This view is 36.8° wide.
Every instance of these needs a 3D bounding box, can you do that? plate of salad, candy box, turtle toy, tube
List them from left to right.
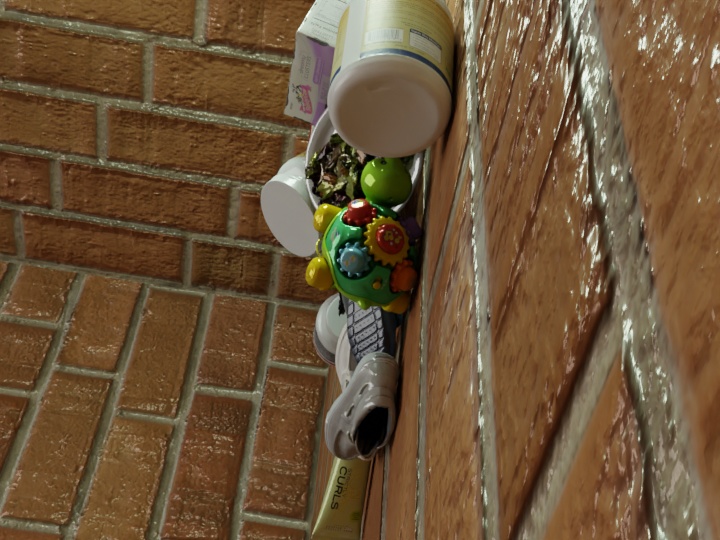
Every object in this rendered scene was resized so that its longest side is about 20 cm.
[{"bbox_3d":[-0.036,-0.337,1.582,0.168,0.071,0.201,107,-174,-56],"label":"candy box"},{"bbox_3d":[-0.014,0.299,1.579,0.052,0.057,0.203,3,-80,-68],"label":"tube"},{"bbox_3d":[-0.003,-0.152,1.455,0.048,0.198,0.203,9,-91,-54],"label":"plate of salad"},{"bbox_3d":[0.019,-0.046,1.356,0.101,0.144,0.202,-34,44,56],"label":"turtle toy"}]

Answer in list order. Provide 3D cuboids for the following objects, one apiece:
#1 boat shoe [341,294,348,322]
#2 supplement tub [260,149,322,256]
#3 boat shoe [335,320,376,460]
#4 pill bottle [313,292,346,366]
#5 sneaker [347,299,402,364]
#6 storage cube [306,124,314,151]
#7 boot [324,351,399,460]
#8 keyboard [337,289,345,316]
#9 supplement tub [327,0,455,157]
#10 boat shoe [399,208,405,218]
[{"bbox_3d":[0.016,0.075,1.575,0.067,0.073,0.202,-52,-30,-46],"label":"boat shoe"},{"bbox_3d":[-0.037,-0.122,1.614,0.199,0.145,0.146,-36,-28,-35],"label":"supplement tub"},{"bbox_3d":[0.009,0.165,1.494,0.069,0.070,0.203,-148,53,-62],"label":"boat shoe"},{"bbox_3d":[-0.024,0.099,1.856,0.200,0.109,0.112,109,169,-76],"label":"pill bottle"},{"bbox_3d":[0.027,0.044,1.449,0.074,0.082,0.202,-26,59,41],"label":"sneaker"},{"bbox_3d":[-0.018,-0.154,1.871,0.180,0.169,0.202,107,171,-69],"label":"storage cube"},{"bbox_3d":[-0.002,0.203,1.397,0.096,0.073,0.201,-86,12,-49],"label":"boot"},{"bbox_3d":[0.000,0.000,1.674,0.127,0.021,0.201,-48,-21,-18],"label":"keyboard"},{"bbox_3d":[0.039,-0.249,1.274,0.145,0.142,0.202,102,176,-50],"label":"supplement tub"},{"bbox_3d":[0.035,-0.028,1.574,0.069,0.073,0.201,-53,-19,-41],"label":"boat shoe"}]
